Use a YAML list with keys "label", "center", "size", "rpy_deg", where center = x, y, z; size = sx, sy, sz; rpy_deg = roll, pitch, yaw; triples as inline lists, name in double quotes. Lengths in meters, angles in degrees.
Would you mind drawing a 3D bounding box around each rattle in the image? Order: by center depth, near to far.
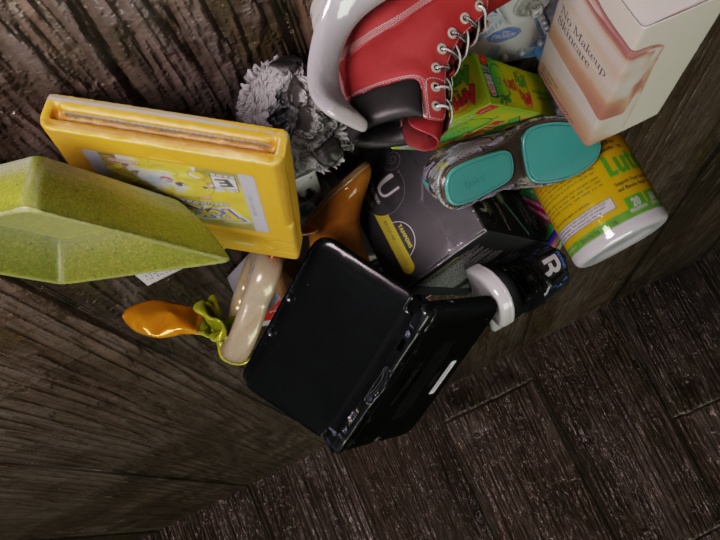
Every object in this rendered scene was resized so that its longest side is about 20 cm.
- label: "rattle"
  center: [-0.137, -0.005, 0.846]
  size: [0.131, 0.142, 0.201]
  rpy_deg: [-61, -179, -39]

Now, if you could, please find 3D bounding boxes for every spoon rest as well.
- label: "spoon rest"
  center: [0.019, -0.196, 0.559]
  size: [0.099, 0.060, 0.202]
  rpy_deg: [17, 105, -50]

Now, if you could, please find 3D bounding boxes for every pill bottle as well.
- label: "pill bottle"
  center: [0.237, -0.115, 0.935]
  size: [0.110, 0.202, 0.111]
  rpy_deg: [-25, 167, -6]

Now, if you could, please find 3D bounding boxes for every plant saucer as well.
- label: "plant saucer"
  center: [-0.233, -0.035, 0.642]
  size: [0.198, 0.049, 0.199]
  rpy_deg: [-7, 169, 29]

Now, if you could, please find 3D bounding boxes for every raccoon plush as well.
- label: "raccoon plush"
  center: [-0.049, -0.133, 0.734]
  size: [0.198, 0.098, 0.133]
  rpy_deg: [-6, -167, 41]

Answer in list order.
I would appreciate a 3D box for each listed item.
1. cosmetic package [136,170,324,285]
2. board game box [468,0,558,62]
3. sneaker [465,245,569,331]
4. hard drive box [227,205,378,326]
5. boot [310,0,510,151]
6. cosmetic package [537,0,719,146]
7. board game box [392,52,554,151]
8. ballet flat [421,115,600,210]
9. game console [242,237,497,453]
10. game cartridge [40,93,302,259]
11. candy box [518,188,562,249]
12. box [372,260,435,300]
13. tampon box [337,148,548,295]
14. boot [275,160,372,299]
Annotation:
- label: "cosmetic package"
  center: [-0.136, -0.057, 0.826]
  size: [0.198, 0.051, 0.083]
  rpy_deg: [-26, 162, -3]
- label: "board game box"
  center: [0.155, -0.239, 0.761]
  size: [0.198, 0.026, 0.200]
  rpy_deg: [-17, 161, -28]
- label: "sneaker"
  center: [0.179, 0.006, 0.942]
  size: [0.111, 0.074, 0.200]
  rpy_deg: [-32, 171, 1]
- label: "hard drive box"
  center: [-0.039, -0.010, 1.062]
  size: [0.199, 0.077, 0.156]
  rpy_deg: [-8, 155, -45]
- label: "boot"
  center: [0.073, -0.163, 0.616]
  size: [0.198, 0.146, 0.073]
  rpy_deg: [-21, 155, 6]
- label: "cosmetic package"
  center: [0.228, -0.207, 0.746]
  size: [0.086, 0.104, 0.200]
  rpy_deg: [-25, 162, -7]
- label: "board game box"
  center: [0.107, -0.154, 0.820]
  size: [0.101, 0.048, 0.199]
  rpy_deg: [-21, 176, 28]
- label: "ballet flat"
  center: [0.144, -0.113, 0.848]
  size: [0.198, 0.073, 0.072]
  rpy_deg: [-17, 161, -24]
- label: "game console"
  center: [0.009, 0.073, 0.862]
  size: [0.175, 0.117, 0.201]
  rpy_deg: [-4, 135, -45]
- label: "game cartridge"
  center: [-0.136, -0.065, 0.681]
  size: [0.174, 0.033, 0.200]
  rpy_deg: [9, 160, 3]
- label: "candy box"
  center: [0.250, -0.075, 1.154]
  size: [0.201, 0.077, 0.169]
  rpy_deg: [-59, 163, -6]
- label: "box"
  center: [0.042, 0.045, 1.090]
  size: [0.099, 0.076, 0.200]
  rpy_deg: [-28, 162, 0]
- label: "tampon box"
  center: [0.096, -0.065, 0.971]
  size: [0.126, 0.151, 0.199]
  rpy_deg: [-35, 161, 24]
- label: "boot"
  center: [-0.001, 0.001, 0.882]
  size: [0.202, 0.144, 0.071]
  rpy_deg: [-53, 172, 36]
